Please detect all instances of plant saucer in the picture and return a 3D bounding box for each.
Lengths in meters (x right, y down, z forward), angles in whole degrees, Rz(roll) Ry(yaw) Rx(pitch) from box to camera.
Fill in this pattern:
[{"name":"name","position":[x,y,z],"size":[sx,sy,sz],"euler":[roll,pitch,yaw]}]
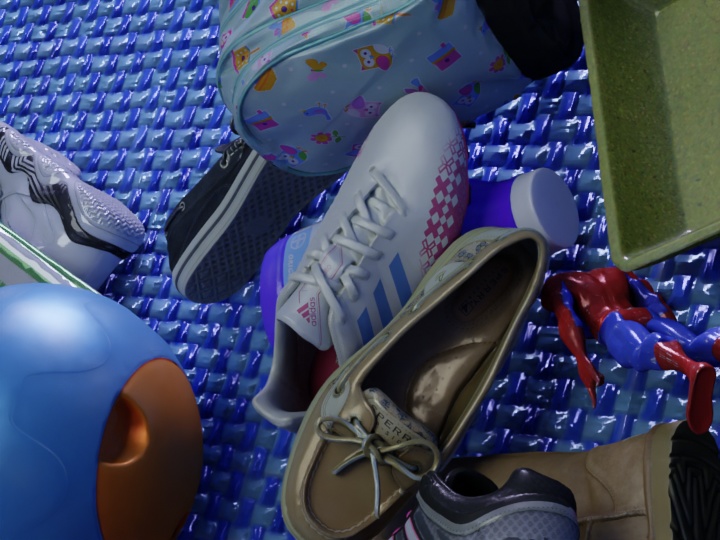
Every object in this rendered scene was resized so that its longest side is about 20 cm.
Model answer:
[{"name":"plant saucer","position":[0.215,-0.111,1.012],"size":[0.200,0.048,0.200],"euler":[-25,53,34]}]

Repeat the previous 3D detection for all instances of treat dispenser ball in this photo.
[{"name":"treat dispenser ball","position":[-0.196,0.108,1.189],"size":[0.201,0.201,0.201],"euler":[-22,56,36]}]

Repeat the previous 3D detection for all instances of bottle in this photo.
[{"name":"bottle","position":[0.032,-0.006,1.123],"size":[0.200,0.065,0.084],"euler":[-20,63,36]}]

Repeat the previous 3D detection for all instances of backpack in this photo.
[{"name":"backpack","position":[0.011,-0.142,1.104],"size":[0.200,0.167,0.127],"euler":[-19,47,18]}]

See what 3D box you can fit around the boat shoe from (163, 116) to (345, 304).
[{"name":"boat shoe","position":[-0.059,-0.067,1.240],"size":[0.200,0.075,0.062],"euler":[-49,50,22]}]

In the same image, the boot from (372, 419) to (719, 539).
[{"name":"boot","position":[0.091,0.170,0.985],"size":[0.200,0.066,0.175],"euler":[-18,54,40]}]

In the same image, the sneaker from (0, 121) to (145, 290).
[{"name":"sneaker","position":[-0.242,-0.028,1.395],"size":[0.200,0.075,0.115],"euler":[36,93,44]}]

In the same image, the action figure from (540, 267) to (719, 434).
[{"name":"action figure","position":[0.140,0.035,0.989],"size":[0.200,0.065,0.052],"euler":[-138,42,-64]}]

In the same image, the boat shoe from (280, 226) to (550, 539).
[{"name":"boat shoe","position":[0.027,0.058,1.005],"size":[0.200,0.073,0.063],"euler":[-57,5,-9]}]

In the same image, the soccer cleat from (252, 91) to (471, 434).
[{"name":"soccer cleat","position":[0.000,0.000,1.050],"size":[0.070,0.086,0.200],"euler":[24,102,33]}]

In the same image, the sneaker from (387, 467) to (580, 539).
[{"name":"sneaker","position":[0.039,0.143,0.953],"size":[0.200,0.074,0.088],"euler":[-23,45,52]}]

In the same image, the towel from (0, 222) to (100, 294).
[{"name":"towel","position":[-0.255,0.075,1.332],"size":[0.152,0.023,0.200],"euler":[35,107,22]}]
